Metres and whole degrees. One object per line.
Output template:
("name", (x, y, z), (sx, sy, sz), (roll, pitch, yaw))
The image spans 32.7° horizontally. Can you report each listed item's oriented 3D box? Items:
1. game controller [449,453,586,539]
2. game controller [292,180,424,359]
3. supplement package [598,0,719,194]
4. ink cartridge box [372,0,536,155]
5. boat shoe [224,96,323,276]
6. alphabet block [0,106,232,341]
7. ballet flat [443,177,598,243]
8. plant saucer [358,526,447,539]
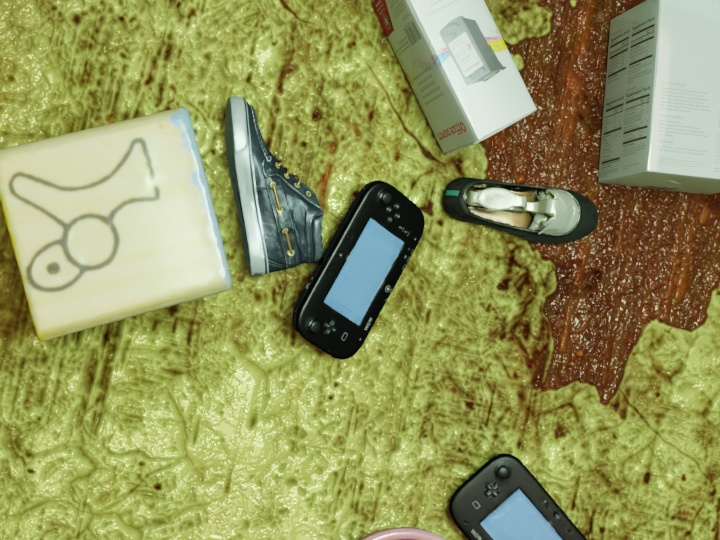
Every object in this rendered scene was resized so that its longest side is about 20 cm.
("game controller", (0.195, 0.313, 1.434), (0.104, 0.042, 0.200), (-42, 96, -10))
("game controller", (0.000, 0.000, 1.396), (0.104, 0.042, 0.201), (33, 83, -30))
("supplement package", (0.381, -0.201, 1.437), (0.150, 0.151, 0.202), (5, 88, -11))
("ink cartridge box", (0.101, -0.244, 1.381), (0.085, 0.148, 0.201), (-29, 96, -10))
("boat shoe", (-0.097, -0.099, 1.380), (0.090, 0.071, 0.202), (-10, 98, -13))
("alphabet block", (-0.258, -0.046, 1.277), (0.198, 0.196, 0.197), (-14, 90, -12))
("ballet flat", (0.195, -0.069, 1.436), (0.198, 0.068, 0.069), (5, 87, -12))
("plant saucer", (0.044, 0.393, 1.404), (0.198, 0.051, 0.203), (0, 90, -12))
